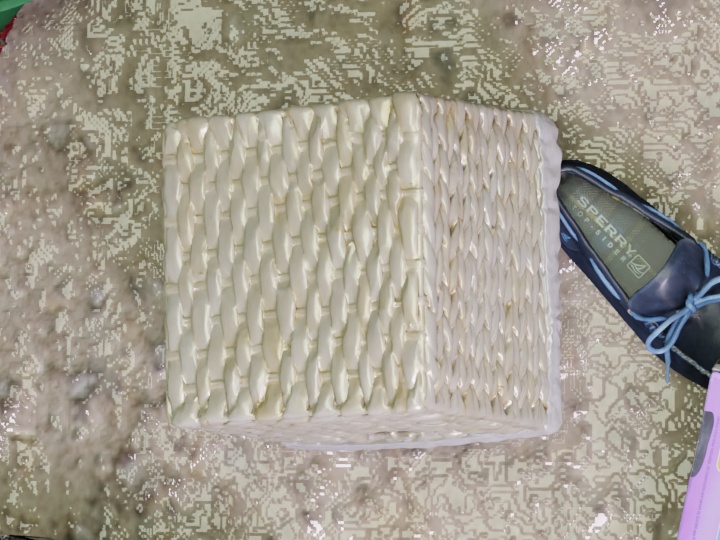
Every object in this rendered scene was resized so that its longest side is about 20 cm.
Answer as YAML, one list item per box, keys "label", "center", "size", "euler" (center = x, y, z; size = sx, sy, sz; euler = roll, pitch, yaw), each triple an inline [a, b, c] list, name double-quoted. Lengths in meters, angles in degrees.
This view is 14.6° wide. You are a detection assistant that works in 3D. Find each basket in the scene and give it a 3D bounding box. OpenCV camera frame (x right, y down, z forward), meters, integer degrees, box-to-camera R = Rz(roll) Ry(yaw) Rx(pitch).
- label: "basket"
  center: [0.000, 0.000, 1.659]
  size: [0.197, 0.161, 0.202]
  euler: [-5, 80, 31]

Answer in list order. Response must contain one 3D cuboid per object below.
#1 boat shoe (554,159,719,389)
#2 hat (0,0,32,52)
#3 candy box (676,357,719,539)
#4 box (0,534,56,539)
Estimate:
- label: "boat shoe"
  center: [0.179, 0.012, 1.695]
  size: [0.200, 0.069, 0.084]
  euler: [36, 91, 12]
- label: "hat"
  center: [-0.262, -0.159, 1.826]
  size: [0.165, 0.177, 0.200]
  euler: [23, 50, 14]
- label: "candy box"
  center: [0.288, 0.152, 1.634]
  size: [0.199, 0.072, 0.169]
  euler: [14, 104, 12]
- label: "box"
  center: [-0.135, 0.261, 1.715]
  size: [0.199, 0.086, 0.165]
  euler: [11, 86, 12]
